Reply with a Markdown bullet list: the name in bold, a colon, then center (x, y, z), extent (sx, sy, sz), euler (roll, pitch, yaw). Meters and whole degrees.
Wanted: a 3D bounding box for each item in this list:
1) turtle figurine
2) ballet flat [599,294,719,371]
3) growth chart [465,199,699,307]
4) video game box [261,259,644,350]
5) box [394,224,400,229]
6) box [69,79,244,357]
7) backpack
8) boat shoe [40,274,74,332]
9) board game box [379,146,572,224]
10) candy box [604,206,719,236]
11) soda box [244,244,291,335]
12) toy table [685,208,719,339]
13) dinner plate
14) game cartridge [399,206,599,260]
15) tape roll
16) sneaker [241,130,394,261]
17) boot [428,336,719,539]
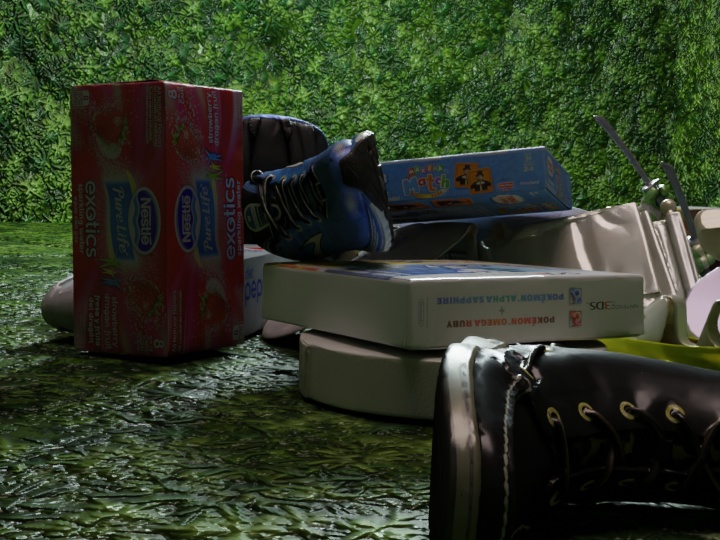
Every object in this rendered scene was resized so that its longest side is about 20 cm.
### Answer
- **turtle figurine**: center (0.310, -0.033, 1.117), extent (0.192, 0.202, 0.144), euler (12, -4, -18)
- **ballet flat**: center (0.224, 0.051, 0.803), extent (0.066, 0.068, 0.199), euler (-3, 7, -44)
- **growth chart**: center (0.176, 0.007, 0.976), extent (0.198, 0.146, 0.018), euler (-8, -34, 19)
- **video game box**: center (0.056, 0.018, 0.805), extent (0.181, 0.047, 0.199), euler (2, 2, -31)
- **box**: center (0.115, -0.004, 1.306), extent (0.198, 0.087, 0.164), euler (3, 5, 15)
- **box**: center (-0.153, -0.039, 0.914), extent (0.095, 0.202, 0.099), euler (2, 4, 30)
- **backpack**: center (-0.118, -0.074, 1.362), extent (0.161, 0.202, 0.168), euler (0, 5, -15)
- **boat shoe**: center (-0.207, 0.021, 1.035), extent (0.068, 0.073, 0.200), euler (3, 14, 13)
- **board game box**: center (0.065, -0.065, 0.985), extent (0.198, 0.037, 0.151), euler (-3, -5, 17)
- **candy box**: center (0.329, -0.009, 1.279), extent (0.055, 0.117, 0.199), euler (7, 7, 41)
- **soda box**: center (-0.108, 0.016, 1.076), extent (0.063, 0.069, 0.200), euler (2, 4, 11)
- **toy table**: center (0.326, -0.001, 0.829), extent (0.198, 0.118, 0.185), euler (-13, 45, -2)
- **dinner plate**: center (0.000, 0.000, 1.022), extent (0.199, 0.024, 0.200), euler (-26, 9, 4)
- **game cartridge**: center (0.138, -0.005, 1.096), extent (0.198, 0.134, 0.042), euler (5, 36, 30)
- **tape roll**: center (0.058, 0.061, 0.779), extent (0.201, 0.037, 0.203), euler (1, 5, 0)
- **sneaker**: center (-0.033, -0.039, 0.829), extent (0.088, 0.079, 0.200), euler (-9, -9, -15)
- **boot**: center (0.108, 0.071, 0.492), extent (0.152, 0.074, 0.204), euler (6, 7, 9)
